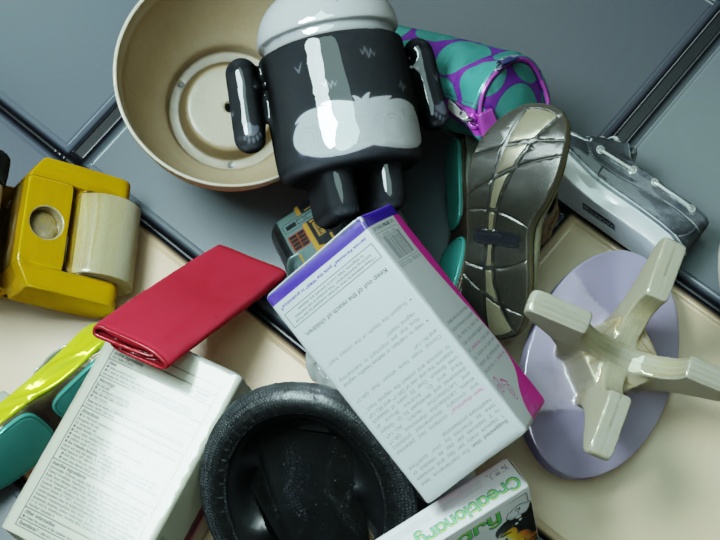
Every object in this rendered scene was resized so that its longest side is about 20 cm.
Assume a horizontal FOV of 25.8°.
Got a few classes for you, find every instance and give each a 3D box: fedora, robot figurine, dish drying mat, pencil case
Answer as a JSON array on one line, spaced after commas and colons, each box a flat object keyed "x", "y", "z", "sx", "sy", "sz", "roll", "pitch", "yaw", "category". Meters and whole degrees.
[{"x": -0.034, "y": 0.172, "z": 1.283, "sx": 0.200, "sy": 0.092, "sz": 0.201, "roll": 5, "pitch": 109, "yaw": 13, "category": "fedora"}, {"x": -0.017, "y": -0.138, "z": 1.287, "sx": 0.125, "sy": 0.150, "sz": 0.200, "roll": -15, "pitch": 82, "yaw": 33, "category": "robot figurine"}, {"x": -0.143, "y": 0.028, "z": 1.347, "sx": 0.077, "sy": 0.200, "sz": 0.018, "roll": 21, "pitch": 118, "yaw": 19, "category": "dish drying mat"}, {"x": 0.068, "y": -0.165, "z": 1.383, "sx": 0.092, "sy": 0.085, "sz": 0.200, "roll": -23, "pitch": 30, "yaw": -36, "category": "pencil case"}]

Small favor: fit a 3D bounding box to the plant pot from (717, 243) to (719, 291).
[{"x": 0.422, "y": 0.013, "z": 1.259, "sx": 0.200, "sy": 0.187, "sz": 0.187, "roll": -17, "pitch": 67, "yaw": -13, "category": "plant pot"}]

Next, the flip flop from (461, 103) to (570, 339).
[{"x": 0.132, "y": -0.041, "z": 1.311, "sx": 0.081, "sy": 0.058, "sz": 0.200, "roll": 13, "pitch": 103, "yaw": 29, "category": "flip flop"}]

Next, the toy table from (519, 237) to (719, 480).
[{"x": 0.206, "y": 0.067, "z": 1.273, "sx": 0.184, "sy": 0.117, "sz": 0.200, "roll": 12, "pitch": 75, "yaw": -8, "category": "toy table"}]

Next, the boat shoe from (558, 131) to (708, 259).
[{"x": 0.213, "y": -0.084, "z": 1.373, "sx": 0.200, "sy": 0.072, "sz": 0.068, "roll": 39, "pitch": 78, "yaw": 21, "category": "boat shoe"}]

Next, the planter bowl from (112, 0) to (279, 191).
[{"x": -0.118, "y": -0.159, "z": 1.409, "sx": 0.200, "sy": 0.135, "sz": 0.200, "roll": 1, "pitch": 81, "yaw": -6, "category": "planter bowl"}]

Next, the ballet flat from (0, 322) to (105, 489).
[{"x": -0.285, "y": 0.119, "z": 1.391, "sx": 0.200, "sy": 0.067, "sz": 0.067, "roll": -41, "pitch": 47, "yaw": -10, "category": "ballet flat"}]

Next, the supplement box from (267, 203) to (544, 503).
[{"x": 0.038, "y": 0.061, "z": 1.207, "sx": 0.103, "sy": 0.101, "sz": 0.200, "roll": -40, "pitch": 86, "yaw": 17, "category": "supplement box"}]

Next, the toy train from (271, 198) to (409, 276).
[{"x": 0.000, "y": 0.000, "z": 1.346, "sx": 0.114, "sy": 0.085, "sz": 0.200, "roll": -33, "pitch": 43, "yaw": 3, "category": "toy train"}]

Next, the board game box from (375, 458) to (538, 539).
[{"x": 0.047, "y": 0.238, "z": 1.228, "sx": 0.200, "sy": 0.126, "sz": 0.035, "roll": -31, "pitch": 53, "yaw": -10, "category": "board game box"}]

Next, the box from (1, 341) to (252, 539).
[{"x": -0.185, "y": 0.165, "z": 1.324, "sx": 0.128, "sy": 0.109, "sz": 0.200, "roll": 23, "pitch": 75, "yaw": 19, "category": "box"}]

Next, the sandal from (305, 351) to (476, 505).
[{"x": 0.035, "y": 0.116, "z": 1.336, "sx": 0.050, "sy": 0.082, "sz": 0.203, "roll": -19, "pitch": 57, "yaw": -45, "category": "sandal"}]

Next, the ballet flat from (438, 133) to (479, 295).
[{"x": 0.102, "y": -0.026, "z": 1.376, "sx": 0.064, "sy": 0.067, "sz": 0.200, "roll": 11, "pitch": 72, "yaw": -14, "category": "ballet flat"}]

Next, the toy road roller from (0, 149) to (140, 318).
[{"x": -0.313, "y": -0.026, "z": 1.429, "sx": 0.200, "sy": 0.146, "sz": 0.123, "roll": 14, "pitch": 67, "yaw": -25, "category": "toy road roller"}]
